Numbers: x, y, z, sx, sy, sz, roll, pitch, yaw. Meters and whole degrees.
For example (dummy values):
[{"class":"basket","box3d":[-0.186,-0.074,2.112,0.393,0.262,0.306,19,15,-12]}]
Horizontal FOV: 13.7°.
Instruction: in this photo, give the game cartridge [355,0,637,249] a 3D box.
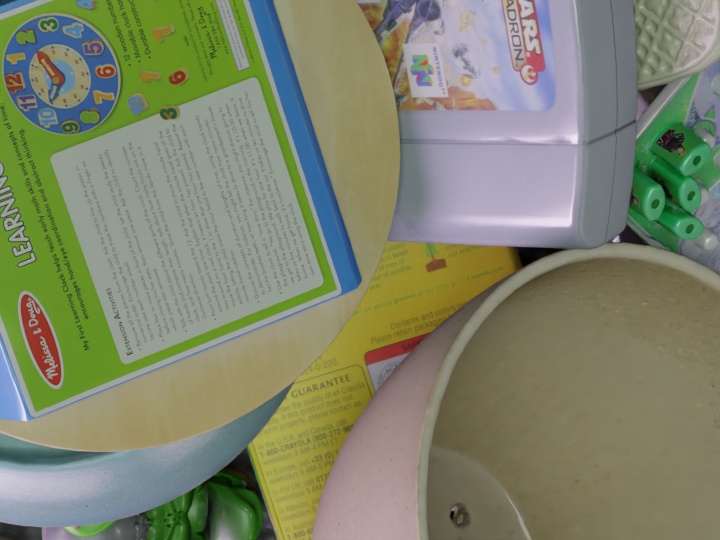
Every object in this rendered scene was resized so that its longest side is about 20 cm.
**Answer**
[{"class":"game cartridge","box3d":[0.031,-0.105,1.029,0.042,0.133,0.200,-23,108,-40]}]

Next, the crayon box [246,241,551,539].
[{"class":"crayon box","box3d":[0.000,0.000,1.176,0.127,0.051,0.200,-16,102,2]}]

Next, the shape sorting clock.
[{"class":"shape sorting clock","box3d":[-0.084,-0.036,1.022,0.200,0.039,0.200,-4,103,-18]}]

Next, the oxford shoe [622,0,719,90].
[{"class":"oxford shoe","box3d":[0.062,-0.090,1.071,0.200,0.058,0.075,-6,107,42]}]

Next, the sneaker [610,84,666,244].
[{"class":"sneaker","box3d":[0.107,-0.031,1.174,0.082,0.077,0.200,-22,104,32]}]

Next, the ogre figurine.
[{"class":"ogre figurine","box3d":[-0.089,0.096,1.159,0.098,0.120,0.200,-15,102,1]}]

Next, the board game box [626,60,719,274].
[{"class":"board game box","box3d":[0.206,-0.054,1.116,0.200,0.026,0.200,-51,132,-1]}]

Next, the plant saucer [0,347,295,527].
[{"class":"plant saucer","box3d":[-0.112,-0.008,1.075,0.200,0.027,0.200,0,87,4]}]

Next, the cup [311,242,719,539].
[{"class":"cup","box3d":[0.062,0.103,1.085,0.200,0.143,0.201,10,71,-33]}]
